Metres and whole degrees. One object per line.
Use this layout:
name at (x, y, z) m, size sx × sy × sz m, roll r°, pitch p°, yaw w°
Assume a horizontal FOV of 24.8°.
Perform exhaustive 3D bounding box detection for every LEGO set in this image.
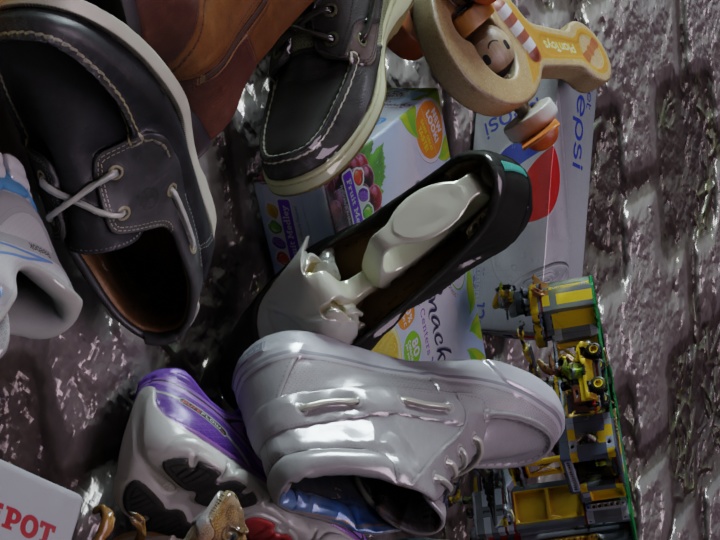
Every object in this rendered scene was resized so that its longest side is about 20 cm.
LEGO set at (0.102, 0.099, 1.016) m, size 0.200 × 0.115 × 0.155 m, roll 60°, pitch 23°, yaw -66°

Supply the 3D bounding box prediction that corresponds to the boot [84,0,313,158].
boot at (-0.060, -0.161, 0.758) m, size 0.200 × 0.068 × 0.189 m, roll -53°, pitch 147°, yaw -24°

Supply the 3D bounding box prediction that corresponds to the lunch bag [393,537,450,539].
lunch bag at (0.082, 0.247, 0.957) m, size 0.077 × 0.199 × 0.162 m, roll 39°, pitch 61°, yaw -52°

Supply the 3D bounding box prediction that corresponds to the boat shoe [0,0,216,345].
boat shoe at (-0.109, -0.042, 0.710) m, size 0.201 × 0.071 × 0.068 m, roll 70°, pitch 24°, yaw -53°

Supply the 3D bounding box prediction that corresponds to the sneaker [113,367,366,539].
sneaker at (-0.046, 0.116, 0.844) m, size 0.200 × 0.080 × 0.084 m, roll 49°, pitch 27°, yaw -39°

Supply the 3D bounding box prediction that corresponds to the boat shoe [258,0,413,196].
boat shoe at (-0.020, -0.130, 0.894) m, size 0.066 × 0.071 × 0.202 m, roll 55°, pitch 42°, yaw -38°

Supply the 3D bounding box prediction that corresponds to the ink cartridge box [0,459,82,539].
ink cartridge box at (-0.199, 0.153, 0.596) m, size 0.146 × 0.082 × 0.202 m, roll 38°, pitch 60°, yaw -53°

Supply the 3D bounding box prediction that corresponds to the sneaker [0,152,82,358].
sneaker at (-0.175, 0.007, 0.604) m, size 0.087 × 0.075 × 0.199 m, roll 51°, pitch 31°, yaw 15°

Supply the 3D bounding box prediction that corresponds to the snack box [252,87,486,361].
snack box at (0.012, 0.010, 0.967) m, size 0.142 × 0.053 × 0.201 m, roll -44°, pitch 129°, yaw -51°

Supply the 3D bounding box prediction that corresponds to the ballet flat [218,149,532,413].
ballet flat at (0.000, 0.000, 0.846) m, size 0.200 × 0.068 × 0.068 m, roll -39°, pitch 161°, yaw 2°

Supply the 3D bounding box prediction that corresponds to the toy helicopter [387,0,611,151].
toy helicopter at (0.104, -0.129, 1.011) m, size 0.199 × 0.079 × 0.133 m, roll -4°, pitch 65°, yaw -53°

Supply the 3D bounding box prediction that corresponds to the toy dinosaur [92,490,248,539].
toy dinosaur at (-0.134, 0.166, 0.714) m, size 0.200 × 0.106 × 0.060 m, roll -48°, pitch 174°, yaw 10°

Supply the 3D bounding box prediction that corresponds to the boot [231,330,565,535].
boot at (0.030, 0.096, 0.829) m, size 0.199 × 0.074 × 0.096 m, roll 11°, pitch 42°, yaw -29°

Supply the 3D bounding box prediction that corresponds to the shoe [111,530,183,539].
shoe at (-0.032, 0.168, 0.777) m, size 0.053 × 0.198 × 0.071 m, roll 168°, pitch -68°, yaw -83°

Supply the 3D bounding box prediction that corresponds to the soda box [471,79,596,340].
soda box at (0.117, -0.055, 1.126) m, size 0.068 × 0.063 × 0.202 m, roll 14°, pitch 80°, yaw -58°
